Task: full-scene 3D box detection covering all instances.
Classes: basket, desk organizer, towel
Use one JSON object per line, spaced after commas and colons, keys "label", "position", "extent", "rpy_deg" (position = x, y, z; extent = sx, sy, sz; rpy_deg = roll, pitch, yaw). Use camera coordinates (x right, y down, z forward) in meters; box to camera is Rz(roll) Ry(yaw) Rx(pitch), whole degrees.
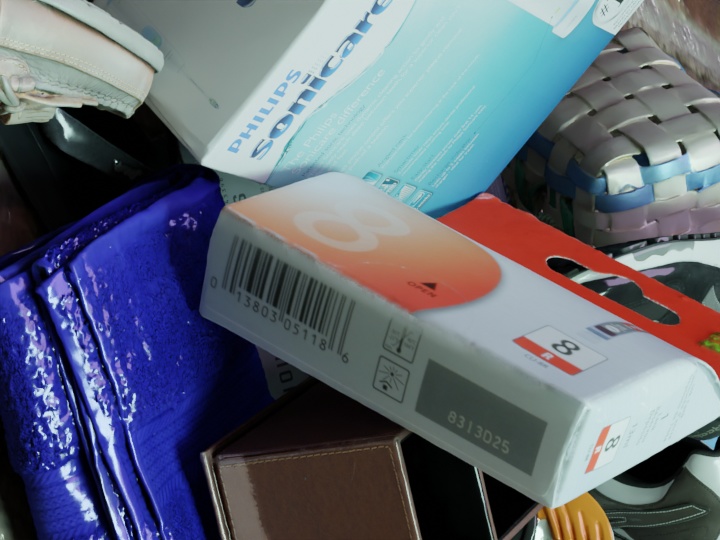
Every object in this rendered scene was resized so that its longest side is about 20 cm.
{"label": "basket", "position": [0.130, -0.003, 1.388], "extent": [0.176, 0.138, 0.201], "rpy_deg": [47, -25, 55]}
{"label": "desk organizer", "position": [0.022, 0.069, 1.073], "extent": [0.200, 0.076, 0.072], "rpy_deg": [-33, 112, -63]}
{"label": "towel", "position": [-0.065, 0.071, 1.027], "extent": [0.148, 0.049, 0.201], "rpy_deg": [-35, 113, -55]}

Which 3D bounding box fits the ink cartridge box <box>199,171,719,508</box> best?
{"label": "ink cartridge box", "position": [0.062, 0.008, 1.044], "extent": [0.200, 0.162, 0.050], "rpy_deg": [-25, 135, -51]}

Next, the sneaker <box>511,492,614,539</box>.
{"label": "sneaker", "position": [0.049, 0.182, 1.174], "extent": [0.201, 0.075, 0.092], "rpy_deg": [-64, 178, -3]}

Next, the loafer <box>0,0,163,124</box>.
{"label": "loafer", "position": [-0.147, -0.080, 0.942], "extent": [0.200, 0.072, 0.063], "rpy_deg": [25, 84, -51]}

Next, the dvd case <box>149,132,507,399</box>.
{"label": "dvd case", "position": [0.000, 0.000, 1.224], "extent": [0.199, 0.025, 0.151], "rpy_deg": [-15, 90, -47]}

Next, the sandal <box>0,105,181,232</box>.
{"label": "sandal", "position": [-0.108, -0.063, 1.059], "extent": [0.200, 0.043, 0.076], "rpy_deg": [55, 29, -42]}

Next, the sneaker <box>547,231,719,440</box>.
{"label": "sneaker", "position": [0.136, 0.031, 1.213], "extent": [0.199, 0.075, 0.088], "rpy_deg": [-6, 85, -47]}

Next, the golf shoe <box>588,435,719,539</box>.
{"label": "golf shoe", "position": [0.117, 0.094, 1.322], "extent": [0.078, 0.199, 0.095], "rpy_deg": [-28, 117, -34]}

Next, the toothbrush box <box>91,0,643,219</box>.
{"label": "toothbrush box", "position": [0.008, -0.104, 1.091], "extent": [0.085, 0.147, 0.200], "rpy_deg": [46, 16, 25]}
